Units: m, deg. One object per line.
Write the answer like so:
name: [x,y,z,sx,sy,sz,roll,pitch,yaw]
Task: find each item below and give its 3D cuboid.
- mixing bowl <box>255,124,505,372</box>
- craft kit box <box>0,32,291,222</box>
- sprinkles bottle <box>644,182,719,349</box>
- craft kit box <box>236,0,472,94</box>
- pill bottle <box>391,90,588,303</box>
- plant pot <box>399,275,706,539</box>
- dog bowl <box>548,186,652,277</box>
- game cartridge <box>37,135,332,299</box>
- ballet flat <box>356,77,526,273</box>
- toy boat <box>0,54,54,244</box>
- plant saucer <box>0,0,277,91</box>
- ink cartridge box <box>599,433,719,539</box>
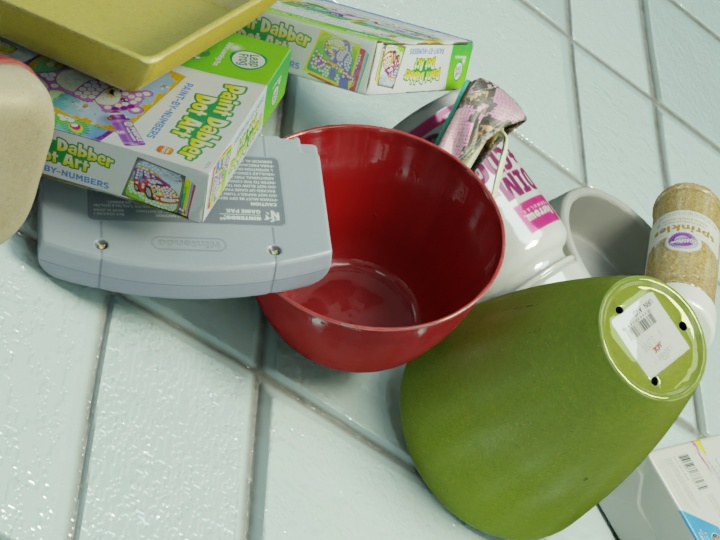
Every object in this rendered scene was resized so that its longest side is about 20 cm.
mixing bowl: [0.000,0.000,1.426,0.199,0.109,0.201,5,48,-5]
craft kit box: [-0.168,-0.122,1.353,0.197,0.049,0.200,18,34,5]
sprinkles bottle: [0.288,-0.001,1.744,0.068,0.068,0.200,40,32,-14]
craft kit box: [-0.038,-0.184,1.529,0.199,0.049,0.197,18,11,22]
pill bottle: [0.099,-0.039,1.617,0.200,0.113,0.113,55,32,8]
plant pot: [0.156,0.082,1.428,0.186,0.200,0.188,11,64,-24]
dog bowl: [0.228,0.010,1.777,0.200,0.059,0.201,32,36,-27]
game cartridge: [-0.122,-0.040,1.340,0.199,0.041,0.134,2,44,-11]
ballet flat: [0.066,-0.057,1.531,0.071,0.201,0.069,31,-8,11]
toy boat: [-0.295,-0.085,1.200,0.130,0.131,0.200,31,20,31]
plant saucer: [-0.178,-0.193,1.373,0.199,0.049,0.200,25,34,19]
ink cartridge box: [0.296,0.206,1.648,0.200,0.068,0.115,-4,60,-52]
